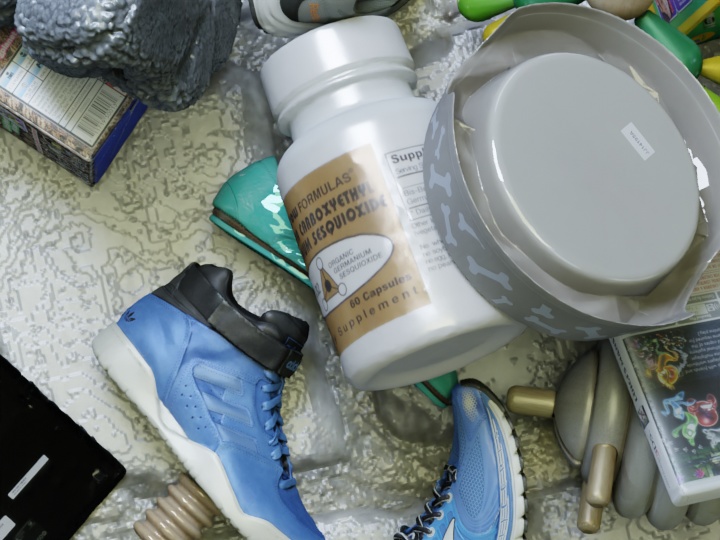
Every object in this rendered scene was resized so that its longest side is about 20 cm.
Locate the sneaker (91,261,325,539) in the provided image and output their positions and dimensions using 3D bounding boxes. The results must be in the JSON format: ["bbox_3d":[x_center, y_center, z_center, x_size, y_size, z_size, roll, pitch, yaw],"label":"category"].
[{"bbox_3d":[-0.061,0.085,1.293,0.111,0.077,0.200,-41,82,-1],"label":"sneaker"}]

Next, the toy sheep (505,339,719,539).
[{"bbox_3d":[0.188,0.098,1.298,0.199,0.138,0.138,11,81,0],"label":"toy sheep"}]

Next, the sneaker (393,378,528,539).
[{"bbox_3d":[0.055,0.165,1.291,0.089,0.079,0.201,4,93,0],"label":"sneaker"}]

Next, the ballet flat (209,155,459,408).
[{"bbox_3d":[0.000,0.000,1.315,0.200,0.067,0.070,39,90,1],"label":"ballet flat"}]

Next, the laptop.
[{"bbox_3d":[-0.281,0.117,1.297,0.177,0.103,0.200,-49,116,-10],"label":"laptop"}]

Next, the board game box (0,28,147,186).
[{"bbox_3d":[-0.204,-0.176,1.300,0.200,0.097,0.160,34,80,-2],"label":"board game box"}]

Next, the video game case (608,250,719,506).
[{"bbox_3d":[0.245,0.037,1.257,0.199,0.023,0.182,-10,63,-17],"label":"video game case"}]

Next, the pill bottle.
[{"bbox_3d":[0.014,-0.040,1.244,0.114,0.114,0.201,-18,76,-9],"label":"pill bottle"}]

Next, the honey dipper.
[{"bbox_3d":[-0.162,0.209,1.289,0.038,0.038,0.200,42,84,0],"label":"honey dipper"}]

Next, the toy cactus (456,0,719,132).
[{"bbox_3d":[0.158,-0.150,1.298,0.200,0.165,0.102,39,53,21],"label":"toy cactus"}]

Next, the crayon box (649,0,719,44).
[{"bbox_3d":[0.218,-0.217,1.305,0.058,0.200,0.119,-17,85,-8],"label":"crayon box"}]

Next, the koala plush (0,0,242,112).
[{"bbox_3d":[-0.180,-0.176,1.192,0.199,0.184,0.178,8,72,15],"label":"koala plush"}]

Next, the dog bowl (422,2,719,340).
[{"bbox_3d":[0.123,-0.051,1.206,0.199,0.059,0.201,13,62,-26],"label":"dog bowl"}]

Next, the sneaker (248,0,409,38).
[{"bbox_3d":[0.006,-0.181,1.291,0.079,0.200,0.074,-2,105,26],"label":"sneaker"}]
